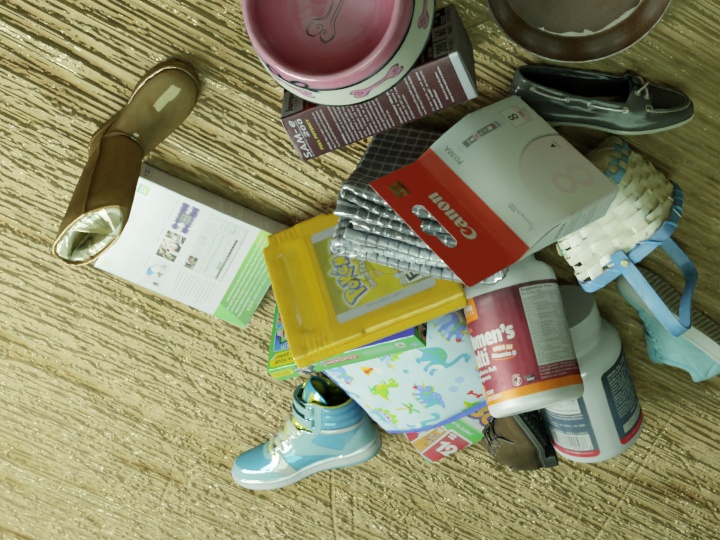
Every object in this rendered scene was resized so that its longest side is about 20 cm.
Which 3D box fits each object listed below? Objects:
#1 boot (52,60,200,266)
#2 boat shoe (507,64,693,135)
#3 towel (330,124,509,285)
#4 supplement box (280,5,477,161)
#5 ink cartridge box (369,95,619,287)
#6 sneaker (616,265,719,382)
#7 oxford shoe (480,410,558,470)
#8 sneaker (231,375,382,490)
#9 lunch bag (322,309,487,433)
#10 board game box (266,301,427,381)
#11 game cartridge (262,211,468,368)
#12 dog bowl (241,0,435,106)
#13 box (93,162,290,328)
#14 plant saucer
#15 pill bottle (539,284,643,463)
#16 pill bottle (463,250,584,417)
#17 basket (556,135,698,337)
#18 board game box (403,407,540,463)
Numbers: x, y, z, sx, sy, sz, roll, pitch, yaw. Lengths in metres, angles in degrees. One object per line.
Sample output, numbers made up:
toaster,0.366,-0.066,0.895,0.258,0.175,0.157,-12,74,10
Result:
boot,-0.242,-0.113,1.481,0.066,0.200,0.175,36,119,-22
boat shoe,0.258,-0.186,1.494,0.199,0.067,0.057,2,130,5
towel,0.080,-0.079,1.494,0.199,0.166,0.086,14,134,11
supplement box,0.019,-0.197,1.470,0.199,0.109,0.061,-20,124,15
ink cartridge box,0.136,-0.086,1.411,0.200,0.163,0.057,-24,149,-36
sneaker,0.363,0.074,1.671,0.200,0.074,0.082,37,116,-21
oxford shoe,0.186,0.202,1.725,0.084,0.073,0.200,-17,143,9
sneaker,-0.083,0.198,1.774,0.199,0.080,0.131,-18,125,3
lunch bag,0.061,0.099,1.666,0.200,0.128,0.170,-32,119,22
board game box,-0.012,0.044,1.598,0.199,0.135,0.029,-15,141,29
game cartridge,0.000,0.000,1.550,0.199,0.177,0.032,-20,143,1
dog bowl,-0.029,-0.265,1.382,0.199,0.074,0.201,1,92,15
box,-0.194,-0.026,1.644,0.199,0.036,0.145,24,123,-13
plant saucer,0.224,-0.308,1.428,0.199,0.035,0.201,1,125,2
pill bottle,0.262,0.121,1.680,0.119,0.120,0.200,-14,124,12
pill bottle,0.174,0.055,1.556,0.109,0.110,0.201,-16,81,13
basket,0.300,-0.036,1.538,0.200,0.176,0.139,46,116,-5
board game box,0.146,0.171,1.778,0.200,0.030,0.096,-29,120,18
